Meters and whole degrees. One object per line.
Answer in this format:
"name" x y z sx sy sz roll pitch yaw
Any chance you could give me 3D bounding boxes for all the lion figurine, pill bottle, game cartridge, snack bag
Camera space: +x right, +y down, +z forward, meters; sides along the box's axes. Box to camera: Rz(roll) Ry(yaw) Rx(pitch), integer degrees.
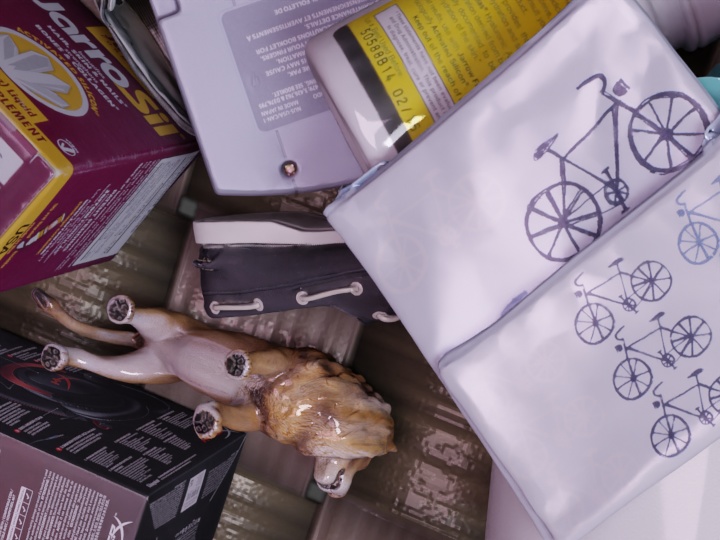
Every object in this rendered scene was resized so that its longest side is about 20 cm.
"lion figurine" -0.079 0.055 1.121 0.200 0.122 0.073 29 101 28
"pill bottle" 0.082 -0.110 0.991 0.200 0.111 0.111 -29 89 0
"game cartridge" 0.002 -0.116 1.060 0.200 0.040 0.134 -18 89 -1
"snack bag" 0.099 -0.006 0.884 0.189 0.021 0.200 -40 75 24

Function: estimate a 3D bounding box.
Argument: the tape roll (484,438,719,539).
"tape roll" 0.163 0.104 0.986 0.202 0.203 0.139 9 101 16

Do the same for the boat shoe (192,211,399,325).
"boat shoe" 0.000 0.000 1.091 0.200 0.074 0.060 0 99 21

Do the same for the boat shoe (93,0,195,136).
"boat shoe" -0.114 -0.161 1.103 0.072 0.071 0.200 -36 87 20

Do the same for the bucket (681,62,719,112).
"bucket" 0.233 -0.062 0.942 0.207 0.207 0.135 -33 89 20

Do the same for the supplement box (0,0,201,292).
"supplement box" -0.188 -0.071 1.072 0.131 0.200 0.103 45 108 6

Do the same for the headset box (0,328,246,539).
"headset box" -0.186 0.102 1.127 0.200 0.149 0.075 22 104 13
